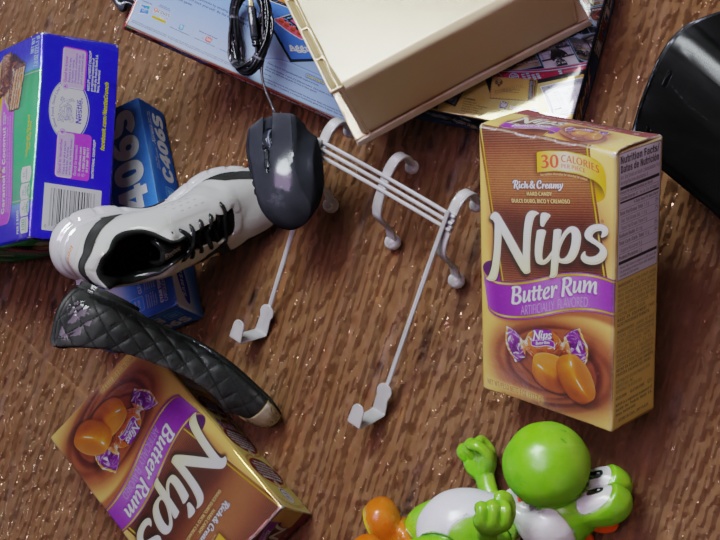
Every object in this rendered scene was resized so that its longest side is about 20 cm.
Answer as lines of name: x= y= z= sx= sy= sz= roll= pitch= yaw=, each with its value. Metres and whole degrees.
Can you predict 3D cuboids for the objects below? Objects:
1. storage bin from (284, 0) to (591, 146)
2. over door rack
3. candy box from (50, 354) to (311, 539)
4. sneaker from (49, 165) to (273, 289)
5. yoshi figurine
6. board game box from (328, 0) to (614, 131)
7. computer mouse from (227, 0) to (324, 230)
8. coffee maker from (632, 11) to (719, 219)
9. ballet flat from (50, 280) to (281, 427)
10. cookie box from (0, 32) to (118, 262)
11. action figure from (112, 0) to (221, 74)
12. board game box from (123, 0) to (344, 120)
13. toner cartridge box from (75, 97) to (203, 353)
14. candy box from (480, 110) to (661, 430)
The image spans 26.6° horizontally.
storage bin: x=0.037 y=-0.237 z=1.154 sx=0.200 sy=0.094 sz=0.199 roll=-27 pitch=69 yaw=5
over door rack: x=0.000 y=0.000 z=1.196 sx=0.148 sy=0.067 sz=0.200 roll=32 pitch=104 yaw=31
candy box: x=-0.146 y=0.163 z=1.219 sx=0.117 sy=0.056 sz=0.200 roll=-48 pitch=63 yaw=5
sneaker: x=-0.141 y=-0.027 z=1.211 sx=0.080 sy=0.200 sz=0.074 roll=28 pitch=133 yaw=54
yoshi figurine: x=0.089 y=0.161 z=1.078 sx=0.200 sy=0.112 sz=0.113 roll=-19 pitch=64 yaw=17
board game box: x=0.088 y=-0.181 z=1.201 sx=0.200 sy=0.035 sz=0.136 roll=14 pitch=82 yaw=20
computer mouse: x=-0.074 y=-0.128 z=1.189 sx=0.059 sy=0.034 sz=0.200 roll=-21 pitch=77 yaw=29
coffee maker: x=0.280 y=-0.078 z=1.006 sx=0.200 sy=0.192 sz=0.135 roll=48 pitch=120 yaw=32
ballet flat: x=-0.150 y=0.075 z=1.186 sx=0.057 sy=0.200 sz=0.066 roll=-62 pitch=21 yaw=-9
cookie box: x=-0.286 y=-0.097 z=1.294 sx=0.200 sy=0.075 sz=0.171 roll=-8 pitch=78 yaw=54
action figure: x=-0.140 y=-0.294 z=1.322 sx=0.193 sy=0.105 sz=0.200 roll=39 pitch=97 yaw=19
board game box: x=-0.081 y=-0.203 z=1.240 sx=0.200 sy=0.019 sz=0.103 roll=23 pitch=86 yaw=-13
toner cartridge box: x=-0.202 y=-0.039 z=1.310 sx=0.095 sy=0.043 sz=0.200 roll=-23 pitch=66 yaw=20
candy box: x=0.143 y=-0.002 z=1.054 sx=0.117 sy=0.056 sz=0.200 roll=16 pitch=116 yaw=42
